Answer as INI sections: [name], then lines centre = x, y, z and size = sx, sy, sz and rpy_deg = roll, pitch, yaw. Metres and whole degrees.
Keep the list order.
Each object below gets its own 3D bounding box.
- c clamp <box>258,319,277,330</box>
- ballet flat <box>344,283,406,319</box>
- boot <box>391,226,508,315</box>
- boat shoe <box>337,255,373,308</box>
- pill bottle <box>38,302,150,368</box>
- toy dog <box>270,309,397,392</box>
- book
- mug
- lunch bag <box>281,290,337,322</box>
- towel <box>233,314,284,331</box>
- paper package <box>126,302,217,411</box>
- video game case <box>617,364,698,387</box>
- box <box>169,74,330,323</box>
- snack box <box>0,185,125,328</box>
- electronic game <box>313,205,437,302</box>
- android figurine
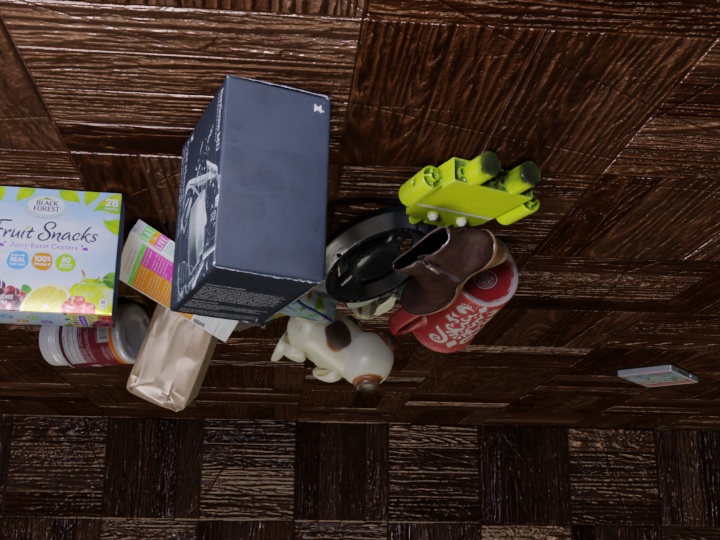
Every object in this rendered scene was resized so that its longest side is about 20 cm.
[c clamp]
centre = -0.255, 0.090, 1.895
size = 0.195, 0.028, 0.171
rpy_deg = 2, 158, -1
[ballet flat]
centre = 0.016, 0.046, 1.651
size = 0.071, 0.074, 0.199
rpy_deg = 10, 161, -30
[boot]
centre = 0.090, -0.002, 1.315
size = 0.199, 0.074, 0.165
rpy_deg = -33, 155, 33
[boat shoe]
centre = 0.000, 0.000, 1.507
size = 0.069, 0.065, 0.201
rpy_deg = -21, 160, -7
[pill bottle]
centre = -0.511, 0.128, 1.860
size = 0.196, 0.117, 0.114
rpy_deg = -7, 162, 24
[toy dog]
centre = -0.032, 0.124, 1.691
size = 0.197, 0.141, 0.195
rpy_deg = 29, 149, 0
[book]
centre = -0.262, 0.018, 1.434
size = 0.198, 0.048, 0.134
rpy_deg = 34, 148, -5
[mug]
centre = 0.149, 0.051, 1.505
size = 0.133, 0.178, 0.200
rpy_deg = 41, 155, 1
[lunch bag]
centre = -0.130, 0.016, 1.495
size = 0.158, 0.084, 0.200
rpy_deg = 8, 167, 26
[towel]
centre = -0.164, 0.059, 1.704
size = 0.141, 0.023, 0.200
rpy_deg = -17, 166, -13
[paper package]
centre = -0.294, 0.118, 1.596
size = 0.102, 0.194, 0.200
rpy_deg = 21, 177, -3
[video game case]
centre = 0.761, 0.271, 2.470
size = 0.141, 0.018, 0.198
rpy_deg = -11, 160, 36
[box]
centre = -0.120, -0.067, 1.037
size = 0.121, 0.205, 0.196
rpy_deg = 8, 162, -23
[snack box]
centre = -0.415, -0.018, 1.268
size = 0.195, 0.172, 0.068
rpy_deg = 4, 161, -10
[electronic game]
centre = 0.019, -0.020, 1.363
size = 0.196, 0.042, 0.201
rpy_deg = -20, 149, -12
[android figurine]
centre = 0.134, -0.094, 1.228
size = 0.179, 0.042, 0.199
rpy_deg = 10, 160, -28
